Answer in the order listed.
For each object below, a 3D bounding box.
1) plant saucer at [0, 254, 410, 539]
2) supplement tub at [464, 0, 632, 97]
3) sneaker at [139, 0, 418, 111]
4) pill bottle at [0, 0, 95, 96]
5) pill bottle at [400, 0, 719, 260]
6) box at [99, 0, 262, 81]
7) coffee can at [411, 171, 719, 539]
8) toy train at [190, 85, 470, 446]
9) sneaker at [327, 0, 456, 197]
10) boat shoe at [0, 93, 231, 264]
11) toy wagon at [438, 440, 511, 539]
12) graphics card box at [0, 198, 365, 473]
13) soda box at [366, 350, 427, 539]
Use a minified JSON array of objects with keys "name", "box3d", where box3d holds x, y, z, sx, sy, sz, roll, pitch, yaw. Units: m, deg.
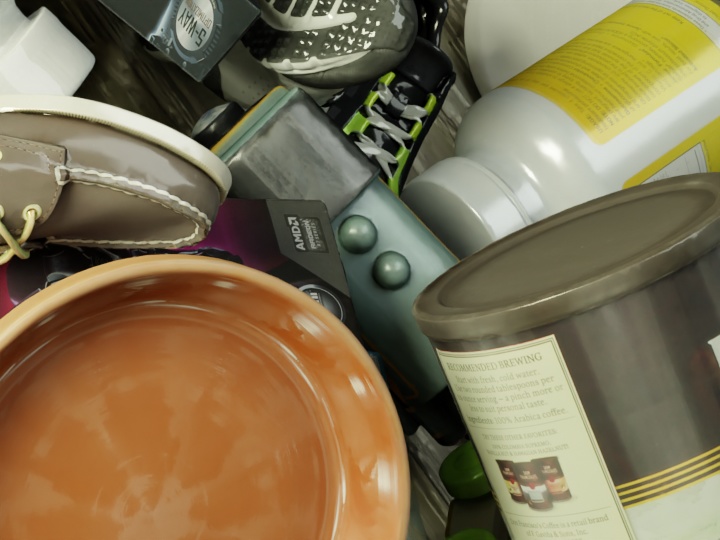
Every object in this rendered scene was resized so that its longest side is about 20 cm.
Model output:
[{"name":"plant saucer","box3d":[-0.077,0.092,0.972,0.200,0.200,0.032,34,-5,-26]},{"name":"supplement tub","box3d":[0.171,-0.138,1.495,0.200,0.145,0.145,-3,62,-53]},{"name":"sneaker","box3d":[-0.023,-0.109,1.204,0.080,0.200,0.074,38,78,-27]},{"name":"pill bottle","box3d":[-0.210,-0.123,1.046,0.200,0.110,0.110,44,34,-13]},{"name":"pill bottle","box3d":[0.119,-0.058,1.294,0.200,0.112,0.112,-33,86,-27]},{"name":"box","box3d":[-0.131,-0.174,1.172,0.160,0.044,0.200,38,8,-22]},{"name":"coffee can","box3d":[0.126,0.078,1.080,0.146,0.146,0.200,-41,112,-57]},{"name":"toy train","box3d":[0.000,0.000,1.175,0.200,0.085,0.114,48,-9,-5]},{"name":"sneaker","box3d":[0.005,-0.086,1.299,0.072,0.083,0.200,36,37,-23]},{"name":"boat shoe","box3d":[-0.150,-0.033,0.980,0.200,0.072,0.060,12,56,-11]},{"name":"toy wagon","box3d":[0.072,0.174,1.126,0.155,0.040,0.200,62,20,-24]},{"name":"graphics card box","box3d":[-0.097,0.032,1.034,0.200,0.051,0.125,2,55,-26]},{"name":"soda box","box3d":[-0.013,0.129,1.084,0.064,0.068,0.200,10,51,-35]}]
